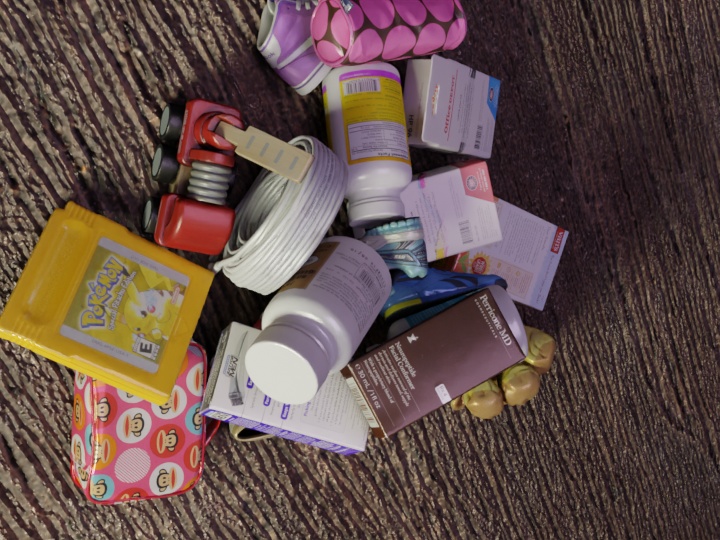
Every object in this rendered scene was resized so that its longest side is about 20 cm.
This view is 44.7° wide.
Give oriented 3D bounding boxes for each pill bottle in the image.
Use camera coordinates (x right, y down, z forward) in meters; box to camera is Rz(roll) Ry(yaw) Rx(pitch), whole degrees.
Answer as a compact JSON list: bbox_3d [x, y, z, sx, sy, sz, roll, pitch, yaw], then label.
[{"bbox_3d":[0.010,-0.159,1.127,0.104,0.104,0.200,1,78,-33],"label":"pill bottle"},{"bbox_3d":[0.112,0.101,1.162,0.200,0.111,0.111,-20,110,-4],"label":"pill bottle"},{"bbox_3d":[-0.049,0.057,1.019,0.114,0.114,0.200,63,36,-24],"label":"pill bottle"}]

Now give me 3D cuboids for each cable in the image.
[{"bbox_3d":[-0.093,-0.066,1.051,0.069,0.200,0.200,32,81,-23],"label":"cable"}]

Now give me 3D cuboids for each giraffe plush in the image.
[{"bbox_3d":[0.183,0.141,1.291,0.172,0.200,0.162,-25,145,-8],"label":"giraffe plush"}]

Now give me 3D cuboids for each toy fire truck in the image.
[{"bbox_3d":[-0.155,-0.102,0.998,0.128,0.200,0.176,11,92,-27],"label":"toy fire truck"}]

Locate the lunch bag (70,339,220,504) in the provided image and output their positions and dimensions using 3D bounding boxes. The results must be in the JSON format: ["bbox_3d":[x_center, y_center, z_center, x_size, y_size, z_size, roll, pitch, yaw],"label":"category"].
[{"bbox_3d":[-0.253,0.174,1.059,0.176,0.082,0.200,1,97,-34],"label":"lunch bag"}]

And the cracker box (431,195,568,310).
[{"bbox_3d":[0.216,-0.031,1.343,0.200,0.058,0.134,21,88,-33],"label":"cracker box"}]

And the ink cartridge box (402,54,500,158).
[{"bbox_3d":[0.113,-0.222,1.196,0.200,0.068,0.116,0,98,-57],"label":"ink cartridge box"}]

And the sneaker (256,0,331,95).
[{"bbox_3d":[-0.052,-0.336,1.111,0.114,0.073,0.201,41,76,-28],"label":"sneaker"}]

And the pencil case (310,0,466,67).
[{"bbox_3d":[0.037,-0.309,1.082,0.200,0.091,0.094,-16,82,-38],"label":"pencil case"}]

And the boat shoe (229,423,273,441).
[{"bbox_3d":[-0.072,0.180,1.141,0.200,0.076,0.072,-22,108,-4],"label":"boat shoe"}]

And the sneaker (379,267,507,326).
[{"bbox_3d":[0.110,0.019,1.217,0.200,0.066,0.079,-10,59,-21],"label":"sneaker"}]

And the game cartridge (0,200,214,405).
[{"bbox_3d":[-0.281,0.034,0.989,0.200,0.032,0.177,29,57,-23],"label":"game cartridge"}]

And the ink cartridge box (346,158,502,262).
[{"bbox_3d":[0.084,-0.074,1.217,0.200,0.067,0.117,-15,103,-6],"label":"ink cartridge box"}]

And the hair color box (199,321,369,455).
[{"bbox_3d":[-0.084,0.147,1.072,0.200,0.065,0.109,20,68,-17],"label":"hair color box"}]

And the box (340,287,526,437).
[{"bbox_3d":[0.086,0.112,1.055,0.200,0.075,0.100,-28,86,-15],"label":"box"}]

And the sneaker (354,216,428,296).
[{"bbox_3d":[0.000,0.000,1.126,0.078,0.200,0.086,-9,80,-53],"label":"sneaker"}]

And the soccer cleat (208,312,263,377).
[{"bbox_3d":[-0.117,0.098,1.156,0.200,0.067,0.077,-39,148,-28],"label":"soccer cleat"}]
